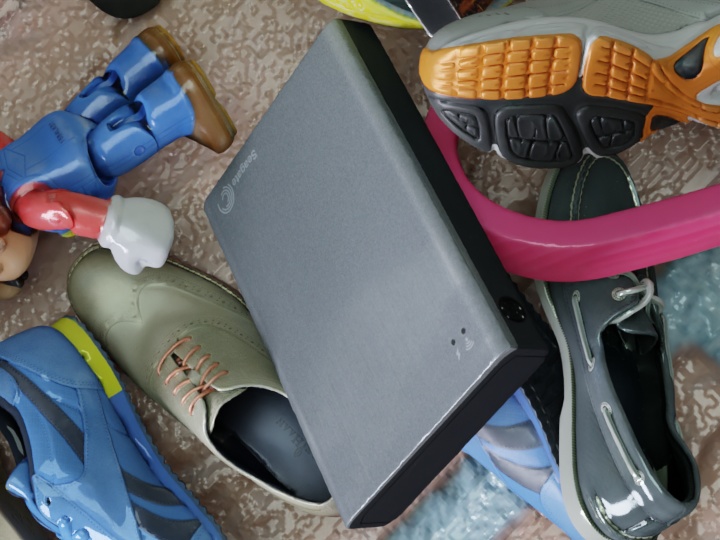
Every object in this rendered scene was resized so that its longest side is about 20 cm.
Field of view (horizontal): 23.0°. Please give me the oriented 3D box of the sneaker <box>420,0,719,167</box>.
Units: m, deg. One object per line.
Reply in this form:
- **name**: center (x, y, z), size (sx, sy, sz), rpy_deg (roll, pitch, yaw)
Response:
- **sneaker**: center (0.119, -0.108, 0.817), size (0.198, 0.076, 0.092), rpy_deg (-5, 46, -14)

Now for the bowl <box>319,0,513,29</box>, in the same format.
- **bowl**: center (-0.002, -0.213, 0.881), size (0.107, 0.199, 0.203), rpy_deg (-6, 83, 51)

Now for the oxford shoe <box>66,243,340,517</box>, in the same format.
- **oxford shoe**: center (-0.074, 0.050, 0.899), size (0.199, 0.074, 0.071), rpy_deg (35, 94, 10)

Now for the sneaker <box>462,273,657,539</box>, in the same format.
- **sneaker**: center (0.071, 0.069, 0.892), size (0.201, 0.066, 0.078), rpy_deg (51, 134, -3)

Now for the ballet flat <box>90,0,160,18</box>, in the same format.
- **ballet flat**: center (-0.150, -0.234, 0.935), size (0.067, 0.068, 0.202), rpy_deg (-15, 84, 6)

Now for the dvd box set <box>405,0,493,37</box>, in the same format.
- **dvd box set**: center (0.057, -0.228, 0.842), size (0.200, 0.029, 0.147), rpy_deg (-50, 117, -30)

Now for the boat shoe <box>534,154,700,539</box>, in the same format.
- **boat shoe**: center (0.130, 0.030, 0.854), size (0.072, 0.062, 0.202), rpy_deg (9, 69, -31)

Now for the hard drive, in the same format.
- **hard drive**: center (0.000, 0.000, 0.848), size (0.140, 0.033, 0.201), rpy_deg (-51, 51, 35)

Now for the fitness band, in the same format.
- **fitness band**: center (0.126, -0.069, 0.857), size (0.198, 0.038, 0.145), rpy_deg (-16, 55, -6)

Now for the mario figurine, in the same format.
- **mario figurine**: center (-0.160, -0.034, 0.914), size (0.199, 0.123, 0.107), rpy_deg (-34, 100, -7)

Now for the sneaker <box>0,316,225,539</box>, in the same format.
- **sneaker**: center (-0.128, 0.122, 0.887), size (0.078, 0.066, 0.201), rpy_deg (-31, 82, -31)

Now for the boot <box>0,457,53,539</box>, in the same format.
- **boot**: center (-0.251, 0.154, 0.921), size (0.166, 0.072, 0.201), rpy_deg (-41, 74, 9)
